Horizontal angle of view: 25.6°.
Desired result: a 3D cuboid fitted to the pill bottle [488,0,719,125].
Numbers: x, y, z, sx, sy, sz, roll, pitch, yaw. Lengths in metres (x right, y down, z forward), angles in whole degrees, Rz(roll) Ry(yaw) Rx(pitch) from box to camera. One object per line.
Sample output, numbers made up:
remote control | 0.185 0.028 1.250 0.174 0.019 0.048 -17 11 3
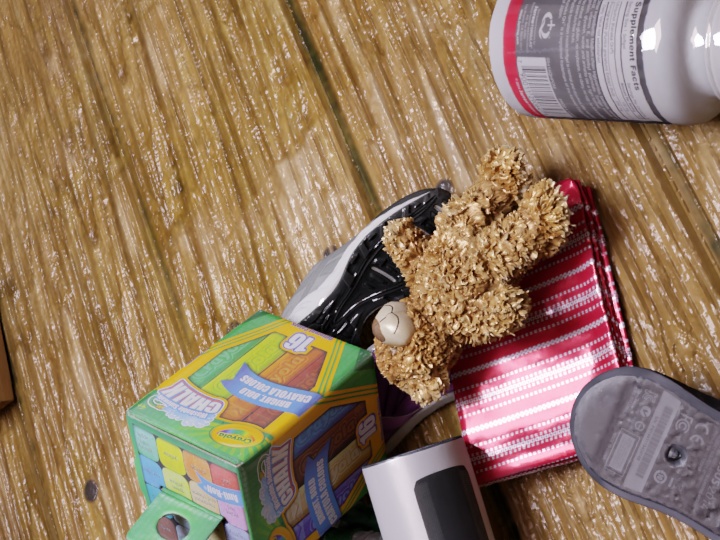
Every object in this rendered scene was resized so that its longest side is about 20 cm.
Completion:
pill bottle | 0.196 -0.157 1.094 0.199 0.110 0.112 8 89 42

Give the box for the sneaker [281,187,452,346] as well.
sneaker | 0.000 0.000 1.280 0.200 0.074 0.080 -44 29 21

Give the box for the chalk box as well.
chalk box | -0.090 0.143 1.193 0.124 0.200 0.125 18 131 34

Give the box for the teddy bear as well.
teddy bear | 0.072 0.000 1.160 0.200 0.067 0.146 -38 62 22

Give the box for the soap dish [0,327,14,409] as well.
soap dish | -0.450 0.109 1.667 0.199 0.081 0.158 -33 62 35

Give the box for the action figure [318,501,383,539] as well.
action figure | -0.013 0.229 1.271 0.199 0.054 0.119 -3 85 46

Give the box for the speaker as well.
speaker | 0.066 0.227 1.148 0.081 0.081 0.202 -21 82 38

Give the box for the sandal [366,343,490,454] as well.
sandal | 0.022 0.090 1.258 0.202 0.050 0.083 -37 60 31

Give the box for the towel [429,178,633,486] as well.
towel | 0.125 0.045 1.171 0.144 0.022 0.202 -20 70 27

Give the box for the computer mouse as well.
computer mouse | 0.232 0.137 1.060 0.199 0.053 0.139 32 103 26
